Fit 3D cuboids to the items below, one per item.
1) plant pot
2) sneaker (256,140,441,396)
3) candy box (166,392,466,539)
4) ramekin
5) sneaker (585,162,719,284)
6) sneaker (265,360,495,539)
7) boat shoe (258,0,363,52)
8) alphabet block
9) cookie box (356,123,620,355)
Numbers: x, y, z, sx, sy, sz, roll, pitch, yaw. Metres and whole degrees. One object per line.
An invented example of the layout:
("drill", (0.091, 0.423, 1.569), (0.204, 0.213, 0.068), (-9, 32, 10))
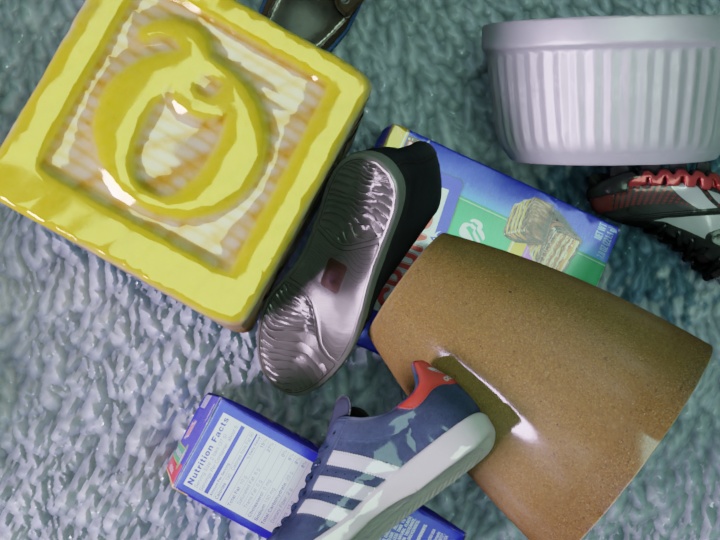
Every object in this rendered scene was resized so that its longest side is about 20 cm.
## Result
("plant pot", (0.110, 0.069, 0.893), (0.200, 0.186, 0.187), (36, 84, 7))
("sneaker", (0.000, 0.000, 0.924), (0.075, 0.106, 0.200), (35, 116, 16))
("candy box", (-0.040, 0.168, 0.936), (0.200, 0.169, 0.077), (31, 82, -6))
("ramekin", (0.192, -0.137, 0.966), (0.199, 0.200, 0.106), (-2, 98, -8))
("sneaker", (0.280, -0.036, 1.033), (0.200, 0.071, 0.098), (6, 86, -9))
("sneaker", (-0.011, 0.136, 0.828), (0.200, 0.075, 0.085), (-37, 69, -1))
("boat shoe", (-0.016, -0.242, 0.996), (0.072, 0.072, 0.200), (36, 85, -6))
("alphabet block", (-0.123, -0.082, 0.907), (0.196, 0.200, 0.196), (27, 85, -1))
("cookie box", (0.077, 0.002, 1.002), (0.199, 0.075, 0.172), (24, 88, -6))
